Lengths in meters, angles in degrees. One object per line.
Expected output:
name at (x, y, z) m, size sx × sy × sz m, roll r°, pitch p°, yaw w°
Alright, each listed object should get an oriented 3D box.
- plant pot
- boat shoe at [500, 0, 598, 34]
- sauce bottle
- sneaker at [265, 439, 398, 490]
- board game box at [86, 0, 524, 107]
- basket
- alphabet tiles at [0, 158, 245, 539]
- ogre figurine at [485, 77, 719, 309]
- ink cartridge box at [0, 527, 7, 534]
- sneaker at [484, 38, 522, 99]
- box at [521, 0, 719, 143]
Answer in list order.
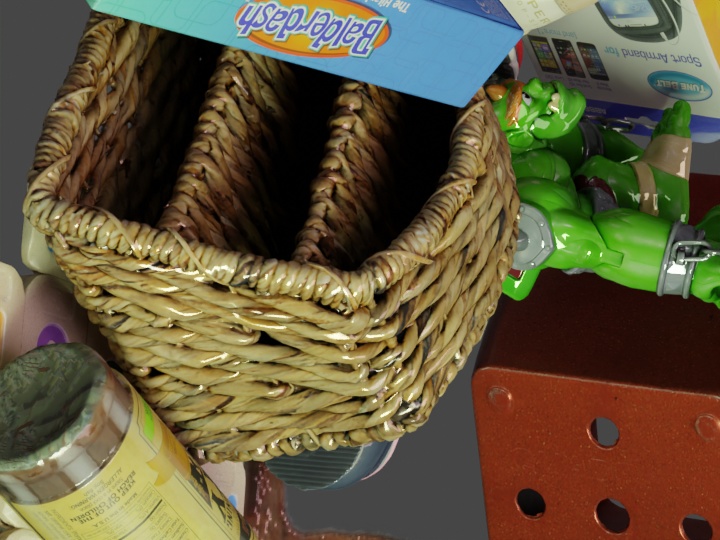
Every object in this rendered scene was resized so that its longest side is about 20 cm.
plant pot at (0.156, 0.079, 1.187) m, size 0.176 × 0.199 × 0.201 m, roll -36°, pitch 125°, yaw -50°
boat shoe at (0.063, -0.194, 1.051) m, size 0.072 × 0.065 × 0.201 m, roll 28°, pitch 50°, yaw -56°
sauce bottle at (-0.077, 0.107, 0.967) m, size 0.065 × 0.065 × 0.200 m, roll -56°, pitch 137°, yaw -21°
sneaker at (0.000, 0.000, 1.136) m, size 0.082 × 0.070 × 0.201 m, roll 16°, pitch 87°, yaw -69°
board game box at (-0.049, -0.141, 0.934) m, size 0.199 × 0.152 × 0.045 m, roll 11°, pitch 126°, yaw -48°
basket at (-0.024, -0.046, 0.982) m, size 0.201 × 0.142 × 0.149 m, roll -73°, pitch 147°, yaw -46°
alphabet tiles at (-0.105, 0.060, 0.998) m, size 0.200 × 0.015 × 0.197 m, roll 21°, pitch 69°, yaw -57°
ogre figurine at (0.099, -0.030, 1.118) m, size 0.119 × 0.200 × 0.098 m, roll 7°, pitch 129°, yaw -16°
ink cartridge box at (-0.141, 0.160, 1.025) m, size 0.176 × 0.045 × 0.200 m, roll -52°, pitch 132°, yaw -27°
sneaker at (0.035, -0.162, 1.117) m, size 0.085 × 0.077 × 0.201 m, roll -56°, pitch 137°, yaw -34°
box at (0.116, -0.146, 1.172) m, size 0.042 × 0.119 × 0.200 m, roll -51°, pitch 132°, yaw -26°
